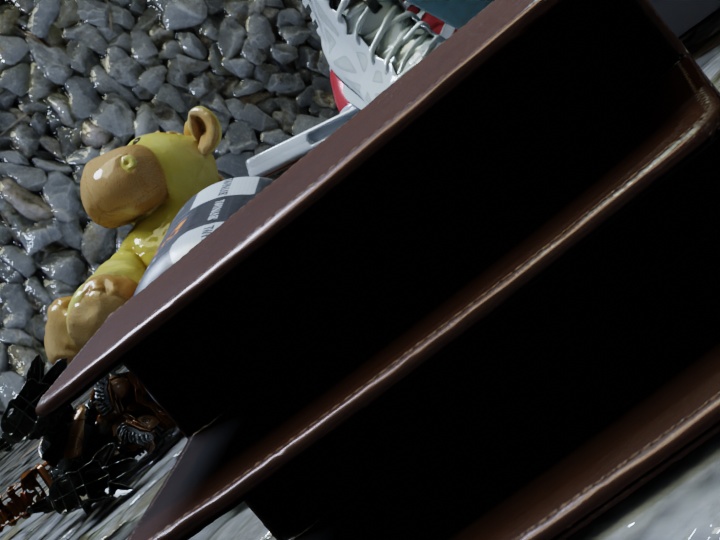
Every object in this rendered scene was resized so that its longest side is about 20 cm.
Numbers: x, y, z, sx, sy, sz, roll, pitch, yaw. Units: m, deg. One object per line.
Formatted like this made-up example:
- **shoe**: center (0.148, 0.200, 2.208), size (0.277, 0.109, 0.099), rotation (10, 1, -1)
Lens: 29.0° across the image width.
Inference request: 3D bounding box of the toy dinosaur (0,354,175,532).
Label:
- **toy dinosaur**: center (-0.185, 0.125, 0.946), size (0.200, 0.102, 0.136), rotation (-59, -7, -7)

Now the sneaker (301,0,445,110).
- **sneaker**: center (0.009, -0.144, 0.864), size (0.076, 0.115, 0.200), rotation (-40, 29, -5)

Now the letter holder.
- **letter holder**: center (0.013, 0.016, 0.369), size (0.200, 0.101, 0.142), rotation (-38, 8, 16)

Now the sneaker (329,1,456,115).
- **sneaker**: center (0.068, -0.178, 1.036), size (0.199, 0.113, 0.071), rotation (-18, -12, -2)

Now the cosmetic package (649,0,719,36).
- **cosmetic package**: center (0.250, -0.224, 0.890), size (0.200, 0.052, 0.151), rotation (-35, 11, 38)

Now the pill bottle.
- **pill bottle**: center (-0.063, 0.019, 0.729), size (0.106, 0.106, 0.200), rotation (-39, 12, 8)

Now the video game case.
- **video game case**: center (0.034, -0.102, 1.011), size (0.200, 0.017, 0.143), rotation (-23, -15, 22)

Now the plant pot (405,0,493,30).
- **plant pot**: center (0.089, -0.250, 0.817), size (0.200, 0.195, 0.197), rotation (-57, 14, 29)

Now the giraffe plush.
- **giraffe plush**: center (-0.139, -0.029, 1.002), size (0.172, 0.163, 0.200), rotation (-15, -7, 23)
